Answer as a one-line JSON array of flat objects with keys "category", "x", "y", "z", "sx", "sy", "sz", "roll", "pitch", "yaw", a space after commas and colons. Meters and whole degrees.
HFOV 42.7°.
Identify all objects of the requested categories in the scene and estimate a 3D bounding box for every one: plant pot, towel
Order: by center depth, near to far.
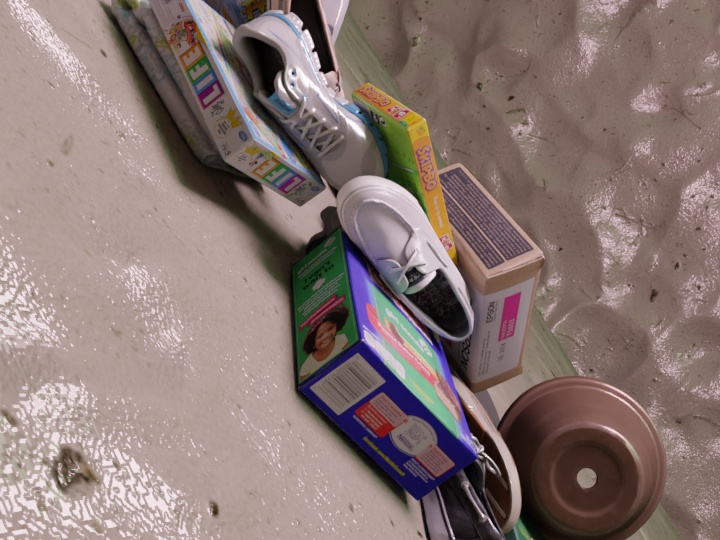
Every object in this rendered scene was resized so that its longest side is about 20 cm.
[{"category": "towel", "x": -0.153, "y": -0.181, "z": 0.929, "sx": 0.201, "sy": 0.048, "sz": 0.171, "roll": 58, "pitch": 12, "yaw": 11}, {"category": "plant pot", "x": 0.238, "y": 0.216, "z": 1.004, "sx": 0.201, "sy": 0.200, "sz": 0.175, "roll": 58, "pitch": 6, "yaw": 10}]

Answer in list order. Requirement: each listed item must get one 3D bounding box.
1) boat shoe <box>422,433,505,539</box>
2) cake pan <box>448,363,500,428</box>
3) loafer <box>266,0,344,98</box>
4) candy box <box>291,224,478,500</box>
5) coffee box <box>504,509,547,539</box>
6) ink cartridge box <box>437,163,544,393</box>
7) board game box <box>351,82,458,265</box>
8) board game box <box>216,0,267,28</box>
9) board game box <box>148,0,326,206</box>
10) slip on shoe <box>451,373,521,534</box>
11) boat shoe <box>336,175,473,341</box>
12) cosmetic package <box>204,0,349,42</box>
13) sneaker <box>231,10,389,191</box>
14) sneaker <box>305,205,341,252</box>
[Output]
[{"category": "boat shoe", "x": 0.090, "y": 0.189, "z": 0.864, "sx": 0.074, "sy": 0.068, "sz": 0.200, "roll": 50, "pitch": 14, "yaw": -24}, {"category": "cake pan", "x": 0.114, "y": 0.138, "z": 1.151, "sx": 0.201, "sy": 0.037, "sz": 0.200, "roll": 52, "pitch": 14, "yaw": -18}, {"category": "loafer", "x": -0.054, "y": -0.206, "z": 0.928, "sx": 0.063, "sy": 0.071, "sz": 0.201, "roll": 175, "pitch": -96, "yaw": -73}, {"category": "candy box", "x": 0.016, "y": 0.079, "z": 0.843, "sx": 0.169, "sy": 0.077, "sz": 0.200, "roll": 47, "pitch": 14, "yaw": -27}, {"category": "coffee box", "x": 0.170, "y": 0.319, "z": 0.897, "sx": 0.123, "sy": 0.044, "sz": 0.200, "roll": 51, "pitch": 13, "yaw": -22}, {"category": "ink cartridge box", "x": 0.117, "y": 0.011, "z": 1.024, "sx": 0.165, "sy": 0.075, "sz": 0.201, "roll": 55, "pitch": -23, "yaw": 38}, {"category": "board game box", "x": 0.047, "y": -0.081, "z": 0.910, "sx": 0.096, "sy": 0.030, "sz": 0.201, "roll": 42, "pitch": -24, "yaw": 43}, {"category": "board game box", "x": -0.103, "y": -0.235, "z": 1.030, "sx": 0.201, "sy": 0.061, "sz": 0.200, "roll": 60, "pitch": -13, "yaw": 13}, {"category": "board game box", "x": -0.114, "y": -0.165, "z": 0.863, "sx": 0.134, "sy": 0.034, "sz": 0.201, "roll": 28, "pitch": 31, "yaw": -61}, {"category": "slip on shoe", "x": 0.120, "y": 0.190, "z": 0.967, "sx": 0.060, "sy": 0.076, "sz": 0.200, "roll": 28, "pitch": 21, "yaw": -40}, {"category": "boat shoe", "x": 0.047, "y": -0.004, "z": 0.864, "sx": 0.200, "sy": 0.072, "sz": 0.069, "roll": 56, "pitch": 8, "yaw": -36}, {"category": "cosmetic package", "x": -0.114, "y": -0.342, "z": 1.117, "sx": 0.199, "sy": 0.082, "sz": 0.113, "roll": 22, "pitch": -9, "yaw": -1}, {"category": "sneaker", "x": -0.053, "y": -0.145, "z": 0.841, "sx": 0.200, "sy": 0.075, "sz": 0.087, "roll": 53, "pitch": 28, "yaw": -1}, {"category": "sneaker", "x": 0.000, "y": 0.000, "z": 1.003, "sx": 0.115, "sy": 0.075, "sz": 0.201, "roll": 24, "pitch": -33, "yaw": 30}]
